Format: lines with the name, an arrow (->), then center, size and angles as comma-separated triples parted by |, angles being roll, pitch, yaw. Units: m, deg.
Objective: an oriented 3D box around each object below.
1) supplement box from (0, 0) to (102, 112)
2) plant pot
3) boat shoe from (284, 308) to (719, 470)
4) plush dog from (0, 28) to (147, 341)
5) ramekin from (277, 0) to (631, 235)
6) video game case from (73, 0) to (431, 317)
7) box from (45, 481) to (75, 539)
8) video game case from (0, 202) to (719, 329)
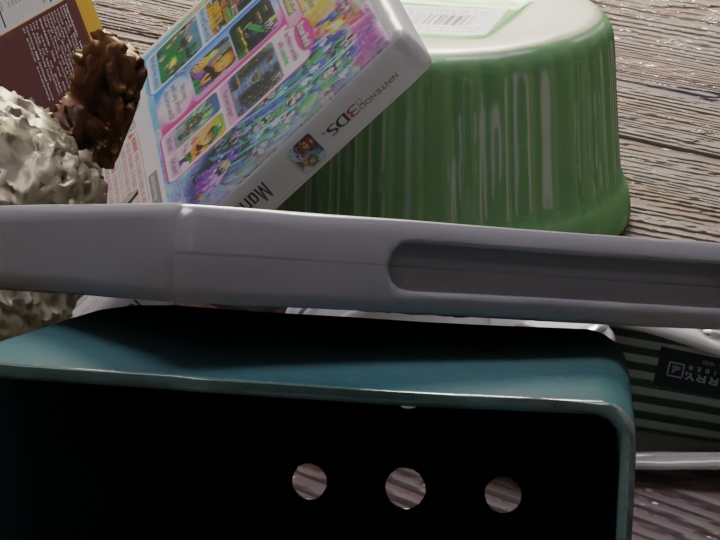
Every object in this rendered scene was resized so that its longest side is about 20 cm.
supplement box -> -0.242, -0.095, 0.931 | 0.196, 0.134, 0.200 | -16, 14, 19
plant pot -> -0.002, 0.076, 0.512 | 0.140, 0.143, 0.200 | 3, 9, 10
boat shoe -> 0.070, 0.031, 0.733 | 0.198, 0.074, 0.067 | 1, 16, 1
plush dog -> -0.177, -0.030, 0.724 | 0.171, 0.161, 0.200 | 20, 14, -17
ramekin -> 0.028, -0.074, 1.003 | 0.198, 0.098, 0.200 | 0, 19, 0
video game case -> -0.060, -0.064, 0.885 | 0.182, 0.024, 0.200 | -42, 25, 11
box -> -0.182, 0.080, 0.477 | 0.199, 0.049, 0.159 | 18, 39, 2
video game case -> 0.000, 0.000, 0.534 | 0.181, 0.022, 0.200 | 4, 0, -27
